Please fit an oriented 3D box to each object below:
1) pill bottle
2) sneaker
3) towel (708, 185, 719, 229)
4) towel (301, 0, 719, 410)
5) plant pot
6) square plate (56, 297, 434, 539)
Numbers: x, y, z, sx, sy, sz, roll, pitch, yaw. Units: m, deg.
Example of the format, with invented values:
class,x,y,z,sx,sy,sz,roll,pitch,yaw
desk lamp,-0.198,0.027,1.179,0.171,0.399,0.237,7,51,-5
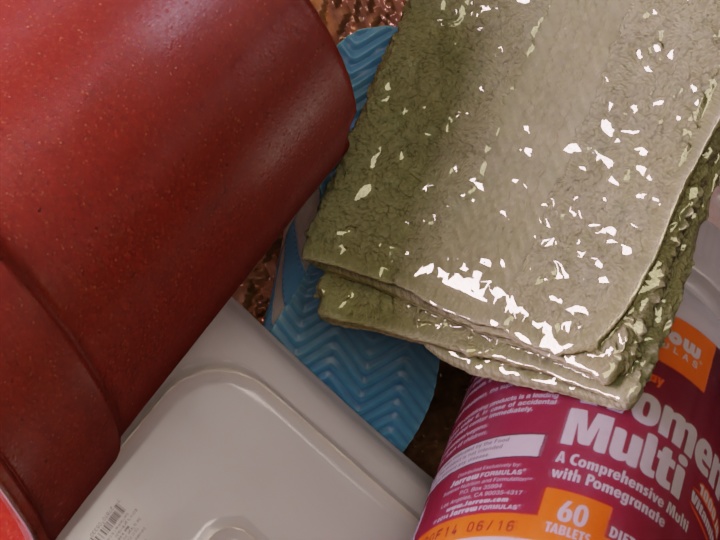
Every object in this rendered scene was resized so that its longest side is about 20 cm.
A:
class,x,y,z,sx,sy,sz,roll,pitch,yaw
pill bottle,0.089,0.070,0.751,0.109,0.110,0.201,23,49,1
sneaker,0.000,0.000,0.816,0.076,0.081,0.202,13,96,-3
towel,0.175,-0.095,0.868,0.200,0.032,0.191,-44,84,-12
towel,0.070,-0.058,0.726,0.147,0.036,0.201,18,84,27
plant pot,-0.116,-0.031,0.691,0.201,0.201,0.195,41,68,6
square plate,-0.051,0.134,0.746,0.198,0.028,0.200,42,72,-8
